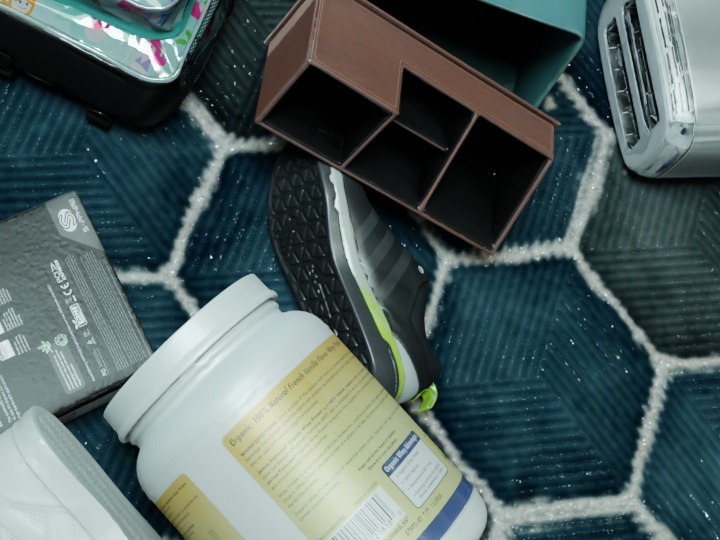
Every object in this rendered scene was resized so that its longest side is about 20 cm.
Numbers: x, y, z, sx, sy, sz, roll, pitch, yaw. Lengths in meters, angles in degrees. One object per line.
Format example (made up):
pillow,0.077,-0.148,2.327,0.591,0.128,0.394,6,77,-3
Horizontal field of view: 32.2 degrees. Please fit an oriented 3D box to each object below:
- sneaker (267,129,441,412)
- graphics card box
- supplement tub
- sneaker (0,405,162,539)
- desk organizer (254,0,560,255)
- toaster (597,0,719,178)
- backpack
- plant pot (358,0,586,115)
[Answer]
sneaker,0.000,0.000,0.827,0.082,0.071,0.203,-5,74,-40
graphics card box,-0.235,0.049,0.748,0.198,0.051,0.127,-27,80,-19
supplement tub,-0.039,0.116,0.725,0.144,0.144,0.200,-41,86,-22
sneaker,-0.169,0.191,0.719,0.115,0.074,0.201,-37,97,-1
desk organizer,0.033,-0.096,0.808,0.198,0.072,0.078,27,47,-24
toaster,0.253,-0.144,0.902,0.127,0.114,0.203,-5,76,-11
backpack,-0.157,-0.222,0.808,0.176,0.151,0.202,25,64,-4
plant pot,0.077,-0.222,0.871,0.139,0.142,0.202,18,61,-8
